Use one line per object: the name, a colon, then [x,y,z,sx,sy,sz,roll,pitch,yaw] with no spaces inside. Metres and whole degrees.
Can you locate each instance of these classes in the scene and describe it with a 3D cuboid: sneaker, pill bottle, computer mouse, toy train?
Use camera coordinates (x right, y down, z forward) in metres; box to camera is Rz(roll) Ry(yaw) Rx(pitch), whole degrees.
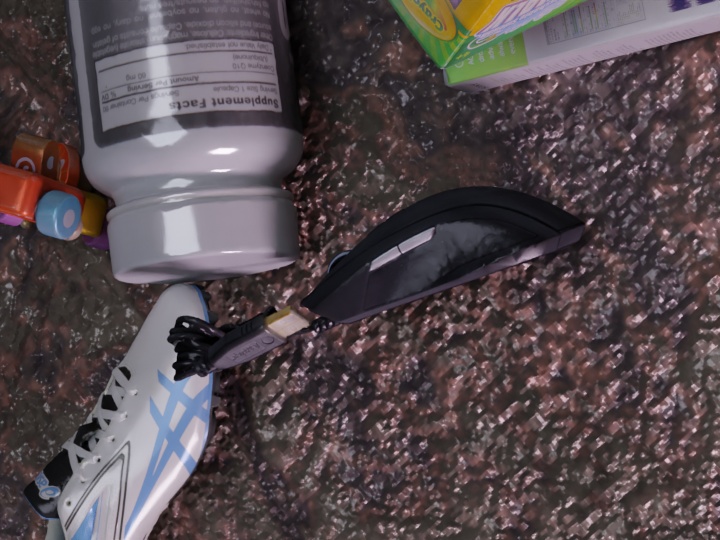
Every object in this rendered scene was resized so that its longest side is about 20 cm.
sneaker: [-0.128,0.098,0.941,0.072,0.072,0.200,37,107,60]
pill bottle: [-0.089,-0.099,0.919,0.114,0.114,0.200,-10,83,24]
computer mouse: [0.000,0.000,0.855,0.200,0.140,0.046,-20,88,22]
toy train: [-0.205,-0.058,0.953,0.200,0.150,0.056,15,88,28]

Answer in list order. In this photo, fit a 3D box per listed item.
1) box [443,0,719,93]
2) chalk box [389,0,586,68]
box: [0.125,-0.177,0.870,0.200,0.036,0.145,-11,82,22]
chalk box: [0.065,-0.178,0.782,0.124,0.124,0.200,56,153,9]
